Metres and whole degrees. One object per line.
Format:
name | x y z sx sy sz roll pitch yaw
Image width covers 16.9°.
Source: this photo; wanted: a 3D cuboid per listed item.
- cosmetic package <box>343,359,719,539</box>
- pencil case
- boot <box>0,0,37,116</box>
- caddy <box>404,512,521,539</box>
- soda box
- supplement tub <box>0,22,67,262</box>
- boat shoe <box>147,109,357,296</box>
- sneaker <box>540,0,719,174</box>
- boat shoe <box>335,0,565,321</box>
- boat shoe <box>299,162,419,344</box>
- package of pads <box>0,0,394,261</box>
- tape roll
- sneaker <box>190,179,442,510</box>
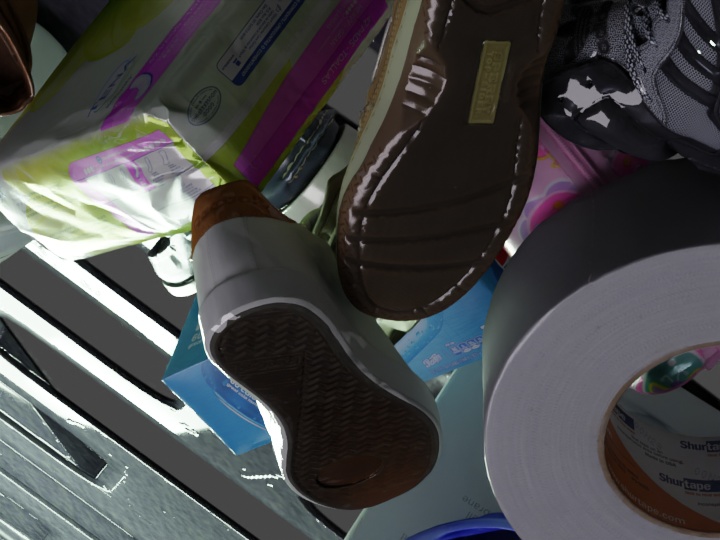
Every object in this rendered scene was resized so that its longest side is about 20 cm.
cosmetic package | 0.100 0.155 1.234 0.199 0.200 0.123 33 155 6
pencil case | 0.093 -0.037 1.037 0.087 0.088 0.200 2 139 50
boot | -0.225 -0.166 1.137 0.200 0.074 0.155 37 -161 -31
caddy | 0.081 0.198 1.084 0.200 0.142 0.105 41 -172 5
soda box | -0.002 0.022 1.201 0.200 0.068 0.064 -24 121 37
supplement tub | -0.238 -0.062 1.345 0.140 0.141 0.200 40 155 -12
boat shoe | -0.069 -0.041 1.248 0.062 0.075 0.200 39 154 -12
sneaker | 0.114 -0.096 0.891 0.113 0.076 0.200 4 148 23
boat shoe | 0.034 -0.073 0.925 0.071 0.076 0.201 7 128 -17
boat shoe | 0.000 0.000 1.071 0.068 0.075 0.200 44 150 2
package of pads | -0.078 -0.083 1.086 0.068 0.155 0.200 44 154 -19
tape roll | 0.150 0.051 1.010 0.199 0.066 0.201 1 126 2
sneaker | -0.017 0.029 1.011 0.200 0.073 0.085 63 -171 -55
